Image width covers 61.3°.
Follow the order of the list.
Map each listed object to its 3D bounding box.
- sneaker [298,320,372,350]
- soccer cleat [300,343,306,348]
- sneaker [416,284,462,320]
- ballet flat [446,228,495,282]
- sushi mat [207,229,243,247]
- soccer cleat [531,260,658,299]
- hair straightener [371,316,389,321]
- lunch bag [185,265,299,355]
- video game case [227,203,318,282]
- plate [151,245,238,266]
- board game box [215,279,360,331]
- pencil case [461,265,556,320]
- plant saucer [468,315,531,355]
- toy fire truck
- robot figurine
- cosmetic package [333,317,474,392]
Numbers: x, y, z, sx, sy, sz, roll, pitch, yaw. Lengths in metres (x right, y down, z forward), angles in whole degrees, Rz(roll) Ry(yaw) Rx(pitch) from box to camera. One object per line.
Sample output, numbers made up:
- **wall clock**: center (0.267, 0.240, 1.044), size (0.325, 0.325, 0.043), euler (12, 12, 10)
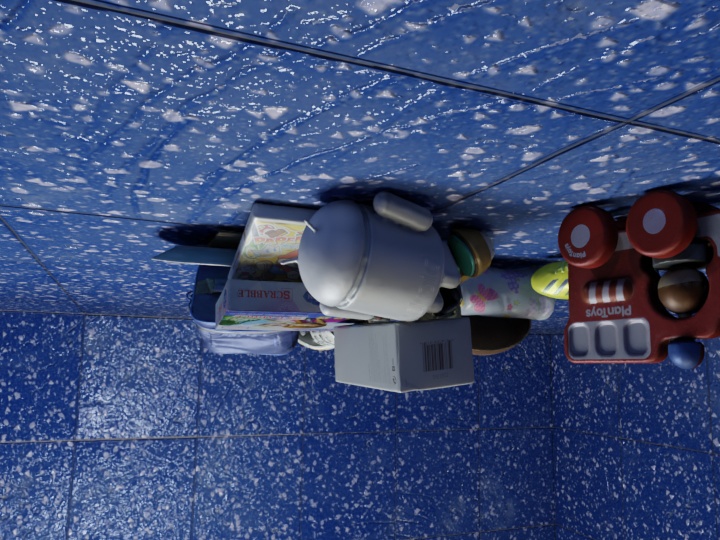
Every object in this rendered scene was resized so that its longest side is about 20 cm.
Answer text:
- **sneaker**: center (-0.047, 0.096, 1.063), size (0.195, 0.077, 0.088), euler (7, 151, 28)
- **soccer cleat**: center (-0.147, 0.070, 1.154), size (0.200, 0.085, 0.064), euler (47, 156, -27)
- **sneaker**: center (0.104, 0.038, 0.823), size (0.073, 0.082, 0.202), euler (-30, 136, -1)
- **ballet flat**: center (0.148, -0.027, 0.820), size (0.062, 0.070, 0.200), euler (-26, 176, -5)
- **sushi mat**: center (-0.119, -0.038, 0.886), size (0.194, 0.013, 0.095), euler (5, 170, -22)
- **soccer cleat**: center (0.344, 0.000, 0.918), size (0.197, 0.066, 0.084), euler (-3, 146, 45)
- **hair straightener**: center (-0.019, 0.060, 1.113), size (0.196, 0.042, 0.076), euler (17, 170, -38)
- **lunch bag**: center (-0.196, 0.052, 1.027), size (0.193, 0.139, 0.134), euler (0, 146, -2)
- **video game case**: center (-0.059, -0.019, 0.780), size (0.194, 0.024, 0.182), euler (4, 151, -21)
- **plate**: center (-0.206, -0.019, 0.898), size (0.193, 0.026, 0.200), euler (5, 179, 0)
- **board game box**: center (-0.100, 0.054, 0.858), size (0.194, 0.043, 0.199), euler (3, 168, -17)
- **pencil case**: center (0.237, 0.034, 1.038), size (0.194, 0.094, 0.083), euler (3, -172, -15)
- **plant saucer**: center (0.205, 0.091, 1.093), size (0.194, 0.038, 0.202), euler (1, -148, -1)
- **toy fire truck**: center (0.305, 0.016, 0.645), size (0.110, 0.174, 0.198), euler (7, 170, -35)
- **robot figurine**: center (0.014, -0.010, 0.672), size (0.195, 0.114, 0.172), euler (12, 124, -25)
- **cosmetic package**: center (0.049, 0.107, 0.793), size (0.110, 0.084, 0.199), euler (-2, 176, -26)
